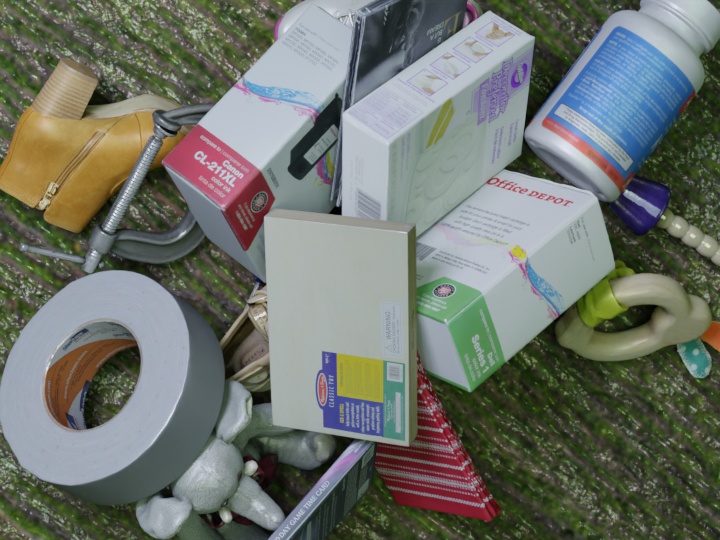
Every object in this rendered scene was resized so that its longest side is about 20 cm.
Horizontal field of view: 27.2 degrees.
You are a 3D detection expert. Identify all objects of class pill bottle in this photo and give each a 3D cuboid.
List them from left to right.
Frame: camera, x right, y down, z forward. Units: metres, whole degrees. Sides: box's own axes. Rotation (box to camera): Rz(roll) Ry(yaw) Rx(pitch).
[{"bbox_3d":[0.255,-0.174,1.412,0.112,0.112,0.200,38,90,-10],"label":"pill bottle"}]

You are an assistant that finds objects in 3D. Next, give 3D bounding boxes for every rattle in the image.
[{"bbox_3d":[0.280,0.021,1.474,0.199,0.143,0.131,4,127,-24],"label":"rattle"}]

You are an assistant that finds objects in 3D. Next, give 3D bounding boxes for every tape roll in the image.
[{"bbox_3d":[-0.222,0.103,1.327,0.199,0.066,0.202,-11,62,21],"label":"tape roll"}]

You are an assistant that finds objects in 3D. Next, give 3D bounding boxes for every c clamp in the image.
[{"bbox_3d":[-0.184,-0.072,1.333,0.170,0.027,0.200,19,113,-45],"label":"c clamp"}]

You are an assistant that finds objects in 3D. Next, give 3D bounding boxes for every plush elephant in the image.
[{"bbox_3d":[-0.122,0.191,1.363,0.199,0.155,0.165,33,90,-10],"label":"plush elephant"}]

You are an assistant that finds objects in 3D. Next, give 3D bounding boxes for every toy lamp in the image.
[{"bbox_3d":[0.330,-0.031,1.463,0.199,0.058,0.058,30,90,-9],"label":"toy lamp"}]

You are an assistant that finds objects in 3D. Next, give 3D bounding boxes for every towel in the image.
[{"bbox_3d":[0.041,0.147,1.381,0.022,0.144,0.201,-42,115,-32],"label":"towel"}]

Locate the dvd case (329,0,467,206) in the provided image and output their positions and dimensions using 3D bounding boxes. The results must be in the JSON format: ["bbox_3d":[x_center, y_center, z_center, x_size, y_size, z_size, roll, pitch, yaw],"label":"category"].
[{"bbox_3d":[0.036,-0.166,1.316,0.016,0.201,0.148,34,47,25],"label":"dvd case"}]

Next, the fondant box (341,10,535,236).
[{"bbox_3d":[0.069,-0.121,1.338,0.058,0.145,0.200,33,55,27],"label":"fondant box"}]

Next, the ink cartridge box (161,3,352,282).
[{"bbox_3d":[-0.063,-0.112,1.323,0.083,0.146,0.200,36,76,26],"label":"ink cartridge box"}]

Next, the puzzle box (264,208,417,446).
[{"bbox_3d":[-0.016,0.050,1.286,0.132,0.025,0.201,7,113,19],"label":"puzzle box"}]

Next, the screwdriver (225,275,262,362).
[{"bbox_3d":[-0.107,0.025,1.421,0.029,0.028,0.201,30,94,21],"label":"screwdriver"}]

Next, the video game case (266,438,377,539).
[{"bbox_3d":[-0.055,0.243,1.360,0.019,0.143,0.200,38,68,15],"label":"video game case"}]

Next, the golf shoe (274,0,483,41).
[{"bbox_3d":[0.019,-0.232,1.384,0.198,0.092,0.076,-9,97,-6],"label":"golf shoe"}]

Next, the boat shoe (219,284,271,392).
[{"bbox_3d":[-0.069,0.044,1.351,0.200,0.064,0.071,-51,58,30],"label":"boat shoe"}]

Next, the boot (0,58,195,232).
[{"bbox_3d":[-0.225,-0.096,1.379,0.200,0.071,0.145,23,107,-22],"label":"boot"}]

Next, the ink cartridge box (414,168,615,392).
[{"bbox_3d":[0.111,0.003,1.353,0.200,0.144,0.084,-37,124,-25],"label":"ink cartridge box"}]
